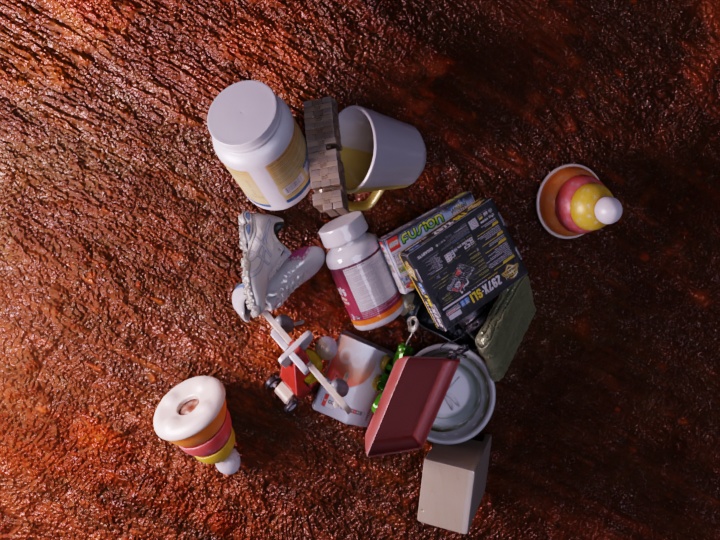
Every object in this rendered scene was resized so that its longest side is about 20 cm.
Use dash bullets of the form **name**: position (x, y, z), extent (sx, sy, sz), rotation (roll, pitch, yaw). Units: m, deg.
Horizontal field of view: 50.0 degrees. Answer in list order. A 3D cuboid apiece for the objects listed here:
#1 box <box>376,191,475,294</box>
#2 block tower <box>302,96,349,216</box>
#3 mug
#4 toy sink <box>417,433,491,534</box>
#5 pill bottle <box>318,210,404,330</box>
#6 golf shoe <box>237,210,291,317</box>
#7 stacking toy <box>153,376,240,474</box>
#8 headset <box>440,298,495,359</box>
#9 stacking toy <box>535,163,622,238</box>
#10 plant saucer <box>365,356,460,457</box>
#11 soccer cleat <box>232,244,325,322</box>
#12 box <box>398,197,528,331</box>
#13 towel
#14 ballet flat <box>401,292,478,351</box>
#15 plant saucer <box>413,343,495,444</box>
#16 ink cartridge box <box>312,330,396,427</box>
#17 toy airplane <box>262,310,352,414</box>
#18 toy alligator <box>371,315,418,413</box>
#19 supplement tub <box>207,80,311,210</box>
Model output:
- **box**: position (0.139, -0.053, 1.433), extent (0.197, 0.035, 0.112), rotation (-29, 102, -13)
- **block tower**: position (-0.060, -0.199, 1.335), extent (0.053, 0.058, 0.205), rotation (-8, 80, 10)
- **mug**: position (0.027, -0.206, 1.405), extent (0.151, 0.185, 0.153), rotation (-1, 76, -38)
- **toy sink**: position (0.190, 0.414, 1.562), extent (0.110, 0.200, 0.134), rotation (10, 104, 18)
- **pill bottle**: position (0.000, 0.000, 1.450), extent (0.108, 0.110, 0.203), rotation (-25, 106, -4)
- **golf shoe**: position (-0.170, -0.016, 1.390), extent (0.095, 0.079, 0.205), rotation (-2, 67, -10)
- **stacking toy**: position (-0.289, 0.317, 1.468), extent (0.144, 0.147, 0.203), rotation (-26, 123, -4)
- **headset**: position (0.200, 0.076, 1.481), extent (0.122, 0.094, 0.203), rotation (25, 65, -12)
- **stacking toy**: position (0.429, -0.119, 1.456), extent (0.142, 0.200, 0.150), rotation (-2, 103, -9)
- **plant saucer**: position (0.092, 0.246, 1.455), extent (0.198, 0.036, 0.203), rotation (10, 105, -53)
- **soccer cleat**: position (-0.146, 0.030, 1.437), extent (0.197, 0.087, 0.070), rotation (-29, 133, 1)
- **box**: position (0.189, -0.013, 1.408), extent (0.198, 0.049, 0.162), rotation (-33, 105, -12)
- **towel**: position (0.285, 0.101, 1.497), extent (0.202, 0.036, 0.149), rotation (-59, 144, -24)
- **ballet flat**: position (0.159, 0.099, 1.528), extent (0.197, 0.057, 0.067), rotation (27, 96, -14)
- **plant saucer**: position (0.172, 0.243, 1.551), extent (0.195, 0.050, 0.206), rotation (1, 97, 7)
- **ink cartridge box**: position (0.022, 0.232, 1.515), extent (0.196, 0.050, 0.165), rotation (23, 98, 3)
- **toy airplane**: position (-0.100, 0.162, 1.430), extent (0.140, 0.198, 0.203), rotation (-32, 110, -26)
- **toy alligator**: position (0.077, 0.183, 1.478), extent (0.054, 0.059, 0.204), rotation (14, 101, -57)
- **supplement tub**: position (-0.165, -0.210, 1.312), extent (0.141, 0.201, 0.148), rotation (-6, 65, 12)
